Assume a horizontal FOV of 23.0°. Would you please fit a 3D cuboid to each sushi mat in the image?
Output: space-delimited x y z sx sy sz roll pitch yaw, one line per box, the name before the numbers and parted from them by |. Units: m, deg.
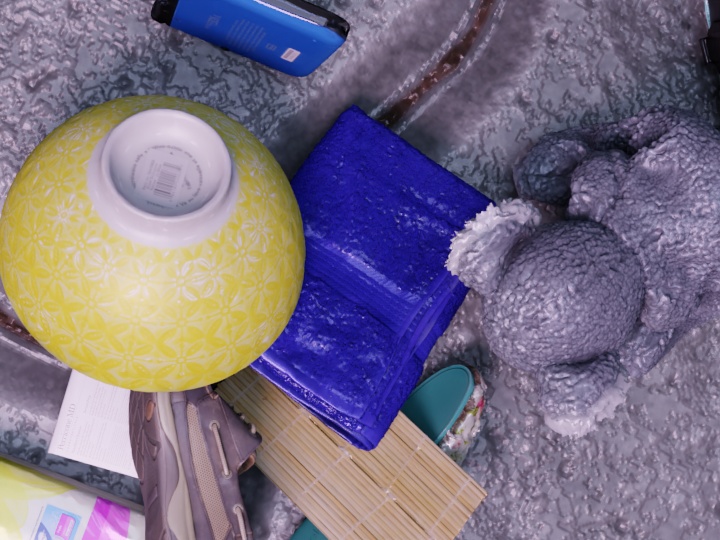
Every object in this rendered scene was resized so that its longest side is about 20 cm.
sushi mat | -0.013 0.121 1.189 0.096 0.012 0.200 -46 69 -4

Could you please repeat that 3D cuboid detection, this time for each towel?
towel | 0.000 0.000 1.185 0.147 0.050 0.201 35 66 -3

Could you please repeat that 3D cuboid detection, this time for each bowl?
bowl | -0.125 -0.037 1.095 0.197 0.108 0.202 5 61 -9

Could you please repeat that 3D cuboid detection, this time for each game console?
game console | -0.081 -0.216 1.130 0.169 0.200 0.120 21 87 -8

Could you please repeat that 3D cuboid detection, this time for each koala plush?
koala plush | 0.152 -0.002 1.144 0.199 0.183 0.179 -30 92 -33

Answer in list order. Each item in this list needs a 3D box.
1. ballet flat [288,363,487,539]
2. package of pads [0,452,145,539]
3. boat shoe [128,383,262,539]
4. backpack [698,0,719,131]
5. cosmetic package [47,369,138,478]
ballet flat | 0.022 0.152 1.220 0.200 0.076 0.064 -47 127 -2
package of pads | -0.244 0.203 1.167 0.198 0.068 0.156 22 86 -4
boat shoe | -0.104 0.119 1.129 0.072 0.074 0.202 0 71 -22
backpack | 0.345 -0.135 1.196 0.152 0.200 0.178 -2 88 -25
cosmetic package | -0.144 0.035 1.194 0.082 0.051 0.202 17 87 -8
